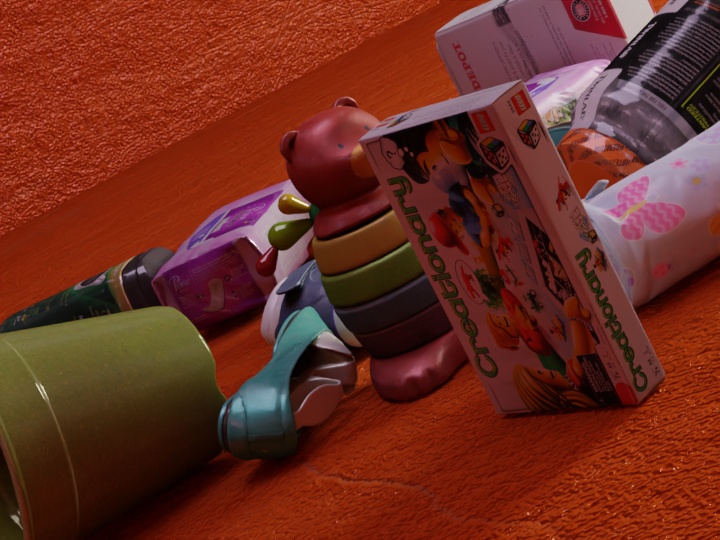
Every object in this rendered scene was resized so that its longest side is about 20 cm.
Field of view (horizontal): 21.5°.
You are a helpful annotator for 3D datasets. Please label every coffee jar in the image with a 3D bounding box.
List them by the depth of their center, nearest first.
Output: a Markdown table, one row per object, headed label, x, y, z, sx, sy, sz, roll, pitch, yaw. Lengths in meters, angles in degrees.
| label | x | y | z | sx | sy | sz | roll | pitch | yaw |
| --- | --- | --- | --- | --- | --- | --- | --- | --- | --- |
| coffee jar | -0.266 | 0.050 | 1.935 | 0.199 | 0.086 | 0.104 | -24 | 9 | 18 |

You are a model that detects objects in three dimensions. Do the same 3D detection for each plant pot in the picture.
| label | x | y | z | sx | sy | sz | roll | pitch | yaw |
| --- | --- | --- | --- | --- | --- | --- | --- | --- | --- |
| plant pot | -0.204 | 0.112 | 1.381 | 0.189 | 0.201 | 0.200 | -19 | 7 | -30 |

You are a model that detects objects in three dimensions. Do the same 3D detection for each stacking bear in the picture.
| label | x | y | z | sx | sy | sz | roll | pitch | yaw |
| --- | --- | --- | --- | --- | --- | --- | --- | --- | --- |
| stacking bear | 0.014 | -0.024 | 1.363 | 0.121 | 0.201 | 0.114 | -33 | 13 | -24 |

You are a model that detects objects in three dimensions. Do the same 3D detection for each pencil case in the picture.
| label | x | y | z | sx | sy | sz | roll | pitch | yaw |
| --- | --- | --- | --- | --- | --- | --- | --- | --- | --- |
| pencil case | 0.233 | -0.052 | 1.285 | 0.199 | 0.083 | 0.091 | -29 | 34 | -10 |

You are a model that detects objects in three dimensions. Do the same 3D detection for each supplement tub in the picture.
| label | x | y | z | sx | sy | sz | roll | pitch | yaw |
| --- | --- | --- | --- | --- | --- | --- | --- | --- | --- |
| supplement tub | 0.242 | -0.126 | 1.427 | 0.200 | 0.123 | 0.122 | -46 | 18 | -19 |

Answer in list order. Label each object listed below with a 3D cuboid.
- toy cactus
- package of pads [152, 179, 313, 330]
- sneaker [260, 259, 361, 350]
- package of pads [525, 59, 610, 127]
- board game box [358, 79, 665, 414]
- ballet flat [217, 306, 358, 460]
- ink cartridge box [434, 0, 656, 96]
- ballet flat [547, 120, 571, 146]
| label | x | y | z | sx | sy | sz | roll | pitch | yaw |
| --- | --- | --- | --- | --- | --- | --- | --- | --- | --- |
| toy cactus | 0.000 | -0.057 | 1.700 | 0.199 | 0.102 | 0.166 | -9 | 49 | 45 |
| package of pads | -0.115 | -0.017 | 1.875 | 0.120 | 0.076 | 0.200 | -24 | 13 | 21 |
| sneaker | 0.000 | 0.000 | 1.575 | 0.146 | 0.081 | 0.200 | -8 | 28 | 47 |
| package of pads | 0.147 | -0.119 | 1.761 | 0.200 | 0.076 | 0.120 | -35 | 16 | -32 |
| board game box | 0.090 | -0.009 | 1.137 | 0.035 | 0.201 | 0.126 | -36 | 15 | -35 |
| ballet flat | -0.040 | 0.085 | 1.394 | 0.070 | 0.068 | 0.200 | 3 | 22 | 16 |
| ink cartridge box | 0.195 | -0.216 | 1.888 | 0.199 | 0.146 | 0.083 | -18 | 16 | 38 |
| ballet flat | 0.218 | -0.099 | 1.582 | 0.071 | 0.071 | 0.199 | -36 | 14 | -34 |
